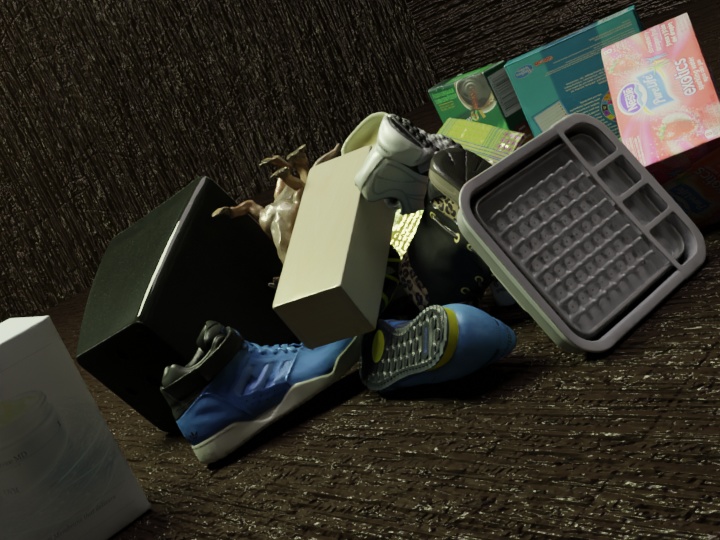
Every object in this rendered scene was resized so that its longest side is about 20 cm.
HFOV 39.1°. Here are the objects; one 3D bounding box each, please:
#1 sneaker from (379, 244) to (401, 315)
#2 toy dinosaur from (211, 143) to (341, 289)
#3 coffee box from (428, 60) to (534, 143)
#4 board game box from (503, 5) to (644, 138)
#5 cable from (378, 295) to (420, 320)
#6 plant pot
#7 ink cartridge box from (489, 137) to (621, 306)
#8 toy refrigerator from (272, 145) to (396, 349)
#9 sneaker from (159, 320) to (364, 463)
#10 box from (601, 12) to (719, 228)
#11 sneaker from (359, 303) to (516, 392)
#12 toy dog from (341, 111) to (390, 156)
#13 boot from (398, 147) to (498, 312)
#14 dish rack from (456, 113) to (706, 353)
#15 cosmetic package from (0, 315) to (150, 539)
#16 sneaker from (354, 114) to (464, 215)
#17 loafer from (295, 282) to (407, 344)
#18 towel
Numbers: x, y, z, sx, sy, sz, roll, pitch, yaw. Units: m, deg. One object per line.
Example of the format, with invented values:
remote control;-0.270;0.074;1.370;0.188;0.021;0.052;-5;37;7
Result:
sneaker;0.000;0.000;1.078;0.075;0.077;0.200;9;34;-6
toy dinosaur;-0.064;-0.050;1.077;0.086;0.136;0.200;-20;24;35
coffee box;0.175;-0.159;1.294;0.044;0.201;0.123;-34;16;-28
board game box;0.269;-0.169;1.131;0.150;0.201;0.047;-20;12;22
cable;0.017;0.075;1.040;0.200;0.050;0.097;-32;22;41
plant pot;-0.190;0.055;1.106;0.200;0.200;0.178;-26;28;41
ink cartridge box;0.212;-0.054;1.031;0.145;0.084;0.200;-20;12;28
toy refrigerator;-0.017;-0.024;0.975;0.076;0.070;0.201;-19;38;26
sneaker;-0.095;0.083;0.966;0.200;0.112;0.077;-33;5;-15
box;0.305;-0.142;0.984;0.094;0.103;0.201;-20;42;22
sneaker;0.062;0.072;0.886;0.078;0.066;0.200;8;-14;-23
toy dog;0.035;-0.082;1.339;0.194;0.140;0.200;-42;-20;5
boot;0.118;0.002;0.923;0.073;0.200;0.151;-30;-24;-38
dish rack;0.179;-0.029;0.840;0.200;0.172;0.044;-33;-10;-36
cosmetic package;-0.326;0.172;0.876;0.199;0.201;0.123;-33;14;-32
sneaker;0.067;-0.090;0.998;0.200;0.075;0.081;14;-62;-50
loafer;-0.006;0.033;1.160;0.199;0.063;0.072;-19;13;28
towel;0.100;-0.080;1.175;0.143;0.023;0.201;23;84;47
